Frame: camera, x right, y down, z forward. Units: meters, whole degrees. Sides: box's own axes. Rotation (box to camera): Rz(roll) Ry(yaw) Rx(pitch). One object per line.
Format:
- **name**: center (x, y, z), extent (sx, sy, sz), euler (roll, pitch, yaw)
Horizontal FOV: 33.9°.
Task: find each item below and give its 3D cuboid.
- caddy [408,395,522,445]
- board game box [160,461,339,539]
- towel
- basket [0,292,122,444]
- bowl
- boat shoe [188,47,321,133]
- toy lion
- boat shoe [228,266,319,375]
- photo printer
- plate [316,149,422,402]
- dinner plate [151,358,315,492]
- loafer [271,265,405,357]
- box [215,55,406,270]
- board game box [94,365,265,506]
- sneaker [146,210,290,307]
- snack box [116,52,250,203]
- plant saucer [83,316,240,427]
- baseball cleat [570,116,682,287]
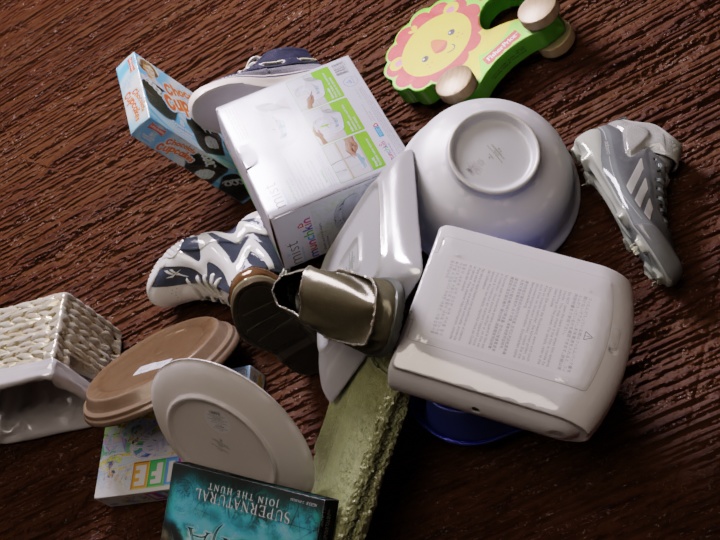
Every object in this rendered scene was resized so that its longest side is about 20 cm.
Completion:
- **caddy**: center (0.134, 0.086, 1.156), extent (0.198, 0.105, 0.142), euler (-19, 61, 0)
- **board game box**: center (-0.116, 0.272, 1.158), extent (0.198, 0.028, 0.137), euler (5, 84, 36)
- **towel**: center (-0.003, 0.168, 1.166), extent (0.148, 0.036, 0.202), euler (-150, 77, -70)
- **basket**: center (-0.403, 0.120, 1.443), extent (0.198, 0.136, 0.124), euler (-15, 55, 23)
- **bowl**: center (0.134, -0.103, 1.225), extent (0.199, 0.091, 0.203), euler (0, 67, 1)
- **boat shoe**: center (-0.131, -0.228, 1.473), extent (0.198, 0.075, 0.093), euler (-10, 39, -26)
- **toy lion**: center (0.127, -0.269, 1.399), extent (0.200, 0.069, 0.192), euler (-41, 43, 4)
- **boat shoe**: center (-0.091, 0.043, 1.255), extent (0.071, 0.200, 0.068), euler (-24, 56, 5)
- **photo printer**: center (0.142, 0.058, 1.066), extent (0.198, 0.070, 0.168), euler (15, 65, 14)
- **plate**: center (0.000, 0.000, 1.208), extent (0.201, 0.032, 0.201), euler (-57, 23, 36)
- **dinner plate**: center (-0.136, 0.174, 1.198), extent (0.198, 0.202, 0.024), euler (4, 35, 32)
- **loafer**: center (-0.025, 0.035, 1.101), extent (0.199, 0.069, 0.076), euler (4, 85, 62)
- **box**: center (-0.051, -0.128, 1.361), extent (0.175, 0.097, 0.201), euler (-24, 52, -7)
- **board game box**: center (-0.206, 0.190, 1.349), extent (0.198, 0.034, 0.136), euler (-12, 59, 25)
- **sneaker**: center (-0.162, 0.021, 1.388), extent (0.197, 0.080, 0.130), euler (-21, 46, 7)
- **snack box**: center (-0.208, -0.172, 1.447), extent (0.037, 0.199, 0.117), euler (-36, 51, 20)
- **plant saucer**: center (-0.229, 0.109, 1.340), extent (0.198, 0.030, 0.200), euler (-24, 17, 8)
- **baseball cleat**: center (0.290, -0.080, 1.184), extent (0.106, 0.070, 0.201), euler (-27, 59, 2)
